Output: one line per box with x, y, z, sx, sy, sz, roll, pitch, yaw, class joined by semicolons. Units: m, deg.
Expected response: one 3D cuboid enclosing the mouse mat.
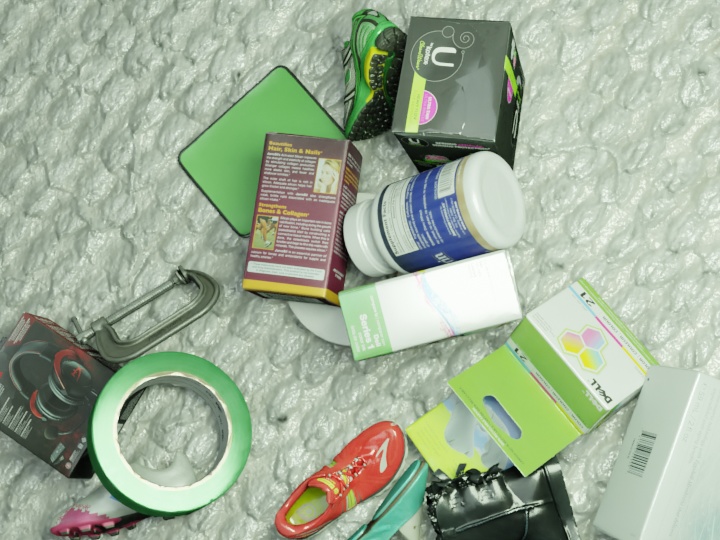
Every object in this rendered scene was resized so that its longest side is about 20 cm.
-0.131;-0.161;1.553;0.200;0.008;0.161;-41;74;4;mouse mat

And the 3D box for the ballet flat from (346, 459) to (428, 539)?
0.031;0.322;1.405;0.070;0.067;0.200;42;94;1;ballet flat

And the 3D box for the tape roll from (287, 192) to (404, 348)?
0.000;0.000;1.479;0.202;0.037;0.203;-2;79;12;tape roll

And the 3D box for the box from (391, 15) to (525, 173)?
0.124;-0.202;1.402;0.124;0.200;0.149;7;82;13;box

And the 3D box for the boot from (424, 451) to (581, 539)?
0.171;0.312;1.344;0.162;0.073;0.199;-17;90;0;boot

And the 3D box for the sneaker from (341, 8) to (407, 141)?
0.014;-0.243;1.454;0.078;0.200;0.085;-17;57;-26;sneaker

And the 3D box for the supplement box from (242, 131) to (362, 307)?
-0.070;-0.063;1.442;0.110;0.086;0.200;6;82;14;supplement box

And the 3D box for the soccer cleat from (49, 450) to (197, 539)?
-0.303;0.288;1.485;0.200;0.070;0.086;-15;66;5;soccer cleat

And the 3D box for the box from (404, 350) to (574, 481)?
0.170;0.184;1.403;0.200;0.048;0.122;-37;75;5;box

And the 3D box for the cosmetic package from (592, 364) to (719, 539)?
0.398;0.233;1.270;0.200;0.123;0.200;22;85;-11;cosmetic package

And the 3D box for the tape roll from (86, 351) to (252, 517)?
-0.237;0.203;1.437;0.200;0.048;0.201;7;68;-19;tape roll

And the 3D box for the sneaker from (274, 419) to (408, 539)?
-0.022;0.262;1.412;0.200;0.085;0.077;-43;75;2;sneaker

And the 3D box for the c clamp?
-0.281;0.050;1.503;0.200;0.027;0.171;-29;33;-5;c clamp

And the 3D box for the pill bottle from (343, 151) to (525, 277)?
0.084;-0.060;1.363;0.200;0.116;0.116;-16;75;37;pill bottle

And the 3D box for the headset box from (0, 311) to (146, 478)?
-0.407;0.159;1.521;0.200;0.075;0.149;31;87;16;headset box

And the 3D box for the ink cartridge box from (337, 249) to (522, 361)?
0.081;0.044;1.362;0.200;0.145;0.084;-14;85;1;ink cartridge box

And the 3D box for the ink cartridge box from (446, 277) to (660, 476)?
0.225;0.122;1.336;0.200;0.076;0.148;-29;71;-32;ink cartridge box
